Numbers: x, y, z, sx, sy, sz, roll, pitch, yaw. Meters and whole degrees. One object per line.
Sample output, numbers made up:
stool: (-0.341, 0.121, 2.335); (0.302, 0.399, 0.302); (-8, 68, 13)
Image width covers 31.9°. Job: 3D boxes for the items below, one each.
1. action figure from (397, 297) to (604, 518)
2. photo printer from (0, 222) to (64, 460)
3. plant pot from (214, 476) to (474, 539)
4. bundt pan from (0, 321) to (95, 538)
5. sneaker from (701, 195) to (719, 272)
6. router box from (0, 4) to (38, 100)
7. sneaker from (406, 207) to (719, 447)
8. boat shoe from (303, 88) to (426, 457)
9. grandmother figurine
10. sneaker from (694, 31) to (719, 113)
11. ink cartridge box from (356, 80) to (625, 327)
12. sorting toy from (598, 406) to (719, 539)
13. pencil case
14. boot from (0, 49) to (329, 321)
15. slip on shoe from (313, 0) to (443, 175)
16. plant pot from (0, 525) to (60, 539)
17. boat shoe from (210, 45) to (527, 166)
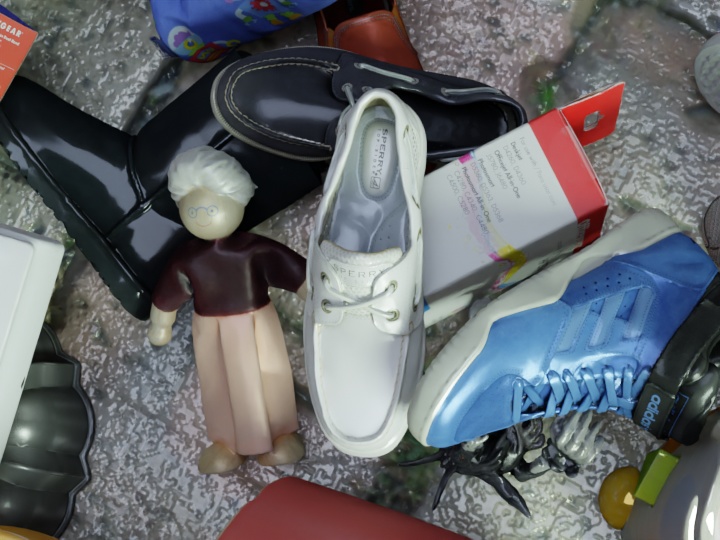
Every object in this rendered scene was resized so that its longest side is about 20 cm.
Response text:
action figure: (0.107, 0.066, 0.763); (0.199, 0.102, 0.119); (-39, 74, -3)
photo printer: (-0.281, 0.055, 0.745); (0.164, 0.069, 0.202); (18, 91, 3)
plant pot: (-0.001, 0.221, 0.716); (0.176, 0.200, 0.202); (26, 84, 22)
bundt pan: (-0.281, 0.110, 0.825); (0.199, 0.076, 0.205); (-2, 79, 9)
sneaker: (0.243, -0.014, 0.716); (0.078, 0.200, 0.082); (-42, 108, 7)
router box: (-0.329, -0.130, 0.844); (0.199, 0.049, 0.181); (37, 97, 31)
sneaker: (0.128, 0.056, 0.672); (0.199, 0.077, 0.111); (-31, 61, -23)
boat shoe: (0.000, 0.000, 0.687); (0.070, 0.069, 0.203); (1, 84, 7)
grandmother figurine: (-0.078, 0.022, 0.783); (0.120, 0.061, 0.203); (-11, 104, -2)
sneaker: (0.318, -0.132, 0.789); (0.198, 0.076, 0.105); (11, 45, 30)
ink cartridge box: (0.083, -0.031, 0.775); (0.198, 0.116, 0.068); (-27, 79, 4)
sorting toy: (0.193, 0.169, 0.690); (0.105, 0.180, 0.203); (-7, 78, 7)
pencil case: (-0.057, -0.197, 0.796); (0.199, 0.086, 0.079); (-17, 66, 43)
boot: (-0.136, -0.092, 0.838); (0.168, 0.076, 0.201); (-39, 82, 2)
slip on shoe: (0.005, -0.146, 0.837); (0.073, 0.061, 0.202); (-16, 79, 3)
plant pot: (-0.196, 0.249, 0.731); (0.197, 0.183, 0.203); (-2, 79, 9)
boat shoe: (0.008, -0.102, 0.774); (0.197, 0.063, 0.074); (7, 86, -11)
